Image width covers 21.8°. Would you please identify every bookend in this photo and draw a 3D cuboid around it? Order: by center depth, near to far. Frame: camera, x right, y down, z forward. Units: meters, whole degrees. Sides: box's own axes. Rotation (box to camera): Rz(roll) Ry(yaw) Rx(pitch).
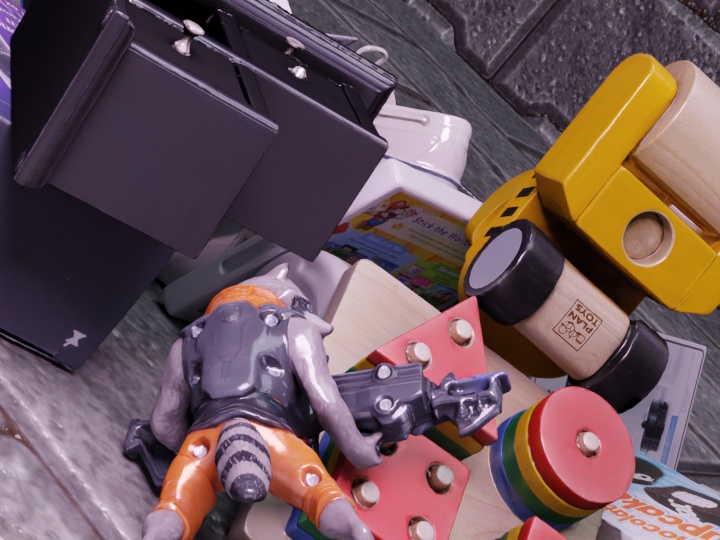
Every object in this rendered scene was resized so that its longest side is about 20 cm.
[{"bbox_3d":[-0.067,-0.075,0.931,0.198,0.092,0.200,29,17,-21],"label":"bookend"}]

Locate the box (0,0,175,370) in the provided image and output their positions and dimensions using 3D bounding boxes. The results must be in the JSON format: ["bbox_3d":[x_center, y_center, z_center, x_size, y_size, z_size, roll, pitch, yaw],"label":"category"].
[{"bbox_3d":[-0.199,-0.064,1.003,0.148,0.104,0.200,31,16,-38],"label":"box"}]

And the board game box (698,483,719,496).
[{"bbox_3d":[0.248,0.207,1.225,0.152,0.041,0.199,-5,22,-40],"label":"board game box"}]

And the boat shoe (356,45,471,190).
[{"bbox_3d":[-0.001,-0.107,1.251,0.074,0.087,0.201,23,-1,-42],"label":"boat shoe"}]

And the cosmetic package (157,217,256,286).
[{"bbox_3d":[-0.097,-0.049,1.288,0.108,0.085,0.200,43,12,10],"label":"cosmetic package"}]

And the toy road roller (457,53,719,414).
[{"bbox_3d":[0.141,-0.028,1.105,0.123,0.200,0.146,39,2,-20],"label":"toy road roller"}]

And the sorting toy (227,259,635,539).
[{"bbox_3d":[0.056,0.111,1.011,0.199,0.070,0.200,36,49,-14],"label":"sorting toy"}]

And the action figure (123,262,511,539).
[{"bbox_3d":[-0.028,0.067,0.887,0.194,0.198,0.105,-99,174,-50],"label":"action figure"}]

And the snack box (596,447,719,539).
[{"bbox_3d":[0.195,0.169,1.182,0.115,0.037,0.199,-2,20,-37],"label":"snack box"}]

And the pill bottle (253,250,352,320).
[{"bbox_3d":[0.016,0.074,1.156,0.199,0.111,0.111,31,16,-39],"label":"pill bottle"}]

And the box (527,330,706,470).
[{"bbox_3d":[0.155,0.088,1.314,0.060,0.118,0.199,15,-2,44],"label":"box"}]

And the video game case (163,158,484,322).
[{"bbox_3d":[0.000,0.000,1.209,0.199,0.181,0.023,22,45,-56],"label":"video game case"}]

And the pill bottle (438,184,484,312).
[{"bbox_3d":[0.051,-0.015,1.373,0.200,0.107,0.106,44,12,37],"label":"pill bottle"}]

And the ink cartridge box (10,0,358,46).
[{"bbox_3d":[-0.133,-0.148,1.200,0.198,0.044,0.198,1,-9,-30],"label":"ink cartridge box"}]
